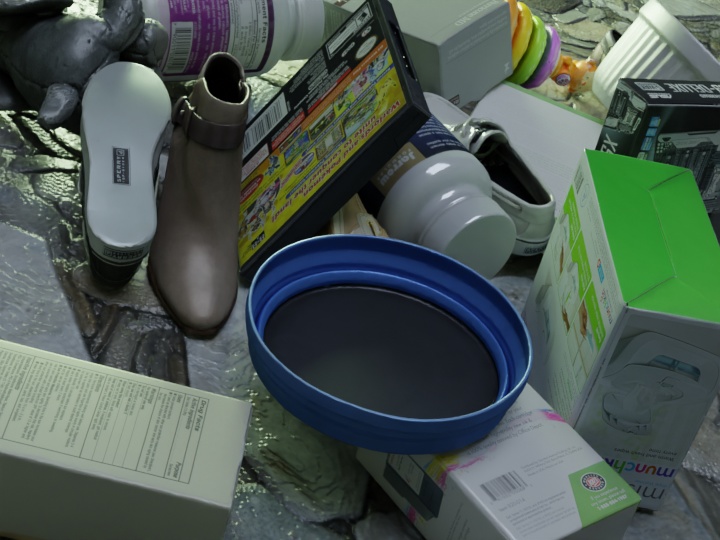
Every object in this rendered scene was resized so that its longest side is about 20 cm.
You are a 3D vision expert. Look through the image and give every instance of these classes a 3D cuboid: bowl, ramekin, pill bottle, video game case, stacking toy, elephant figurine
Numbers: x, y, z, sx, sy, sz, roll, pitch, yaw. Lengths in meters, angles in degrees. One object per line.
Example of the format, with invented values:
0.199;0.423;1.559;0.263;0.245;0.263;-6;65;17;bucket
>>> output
0.017;0.049;0.994;0.198;0.040;0.202;9;35;-7;bowl
0.316;-0.157;1.421;0.200;0.105;0.200;42;15;-14;ramekin
-0.137;-0.237;1.373;0.198;0.113;0.112;-8;42;-34;pill bottle
-0.034;-0.109;1.180;0.025;0.200;0.182;34;25;-30;video game case
0.169;-0.233;1.541;0.198;0.116;0.110;22;35;-20;stacking toy
0.042;-0.072;1.228;0.110;0.112;0.200;-10;43;-34;pill bottle
-0.277;-0.192;1.255;0.198;0.143;0.155;23;-8;21;elephant figurine

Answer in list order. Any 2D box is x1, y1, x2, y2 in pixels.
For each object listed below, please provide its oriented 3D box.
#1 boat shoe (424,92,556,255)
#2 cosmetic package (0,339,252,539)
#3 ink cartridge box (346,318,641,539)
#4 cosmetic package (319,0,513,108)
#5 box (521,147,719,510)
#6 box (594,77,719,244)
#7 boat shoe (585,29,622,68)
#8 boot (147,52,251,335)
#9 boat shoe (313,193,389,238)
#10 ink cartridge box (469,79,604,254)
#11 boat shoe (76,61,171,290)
0.104;-0.101;1.284;0.071;0.066;0.201;-16;53;-25;boat shoe
-0.174;0.115;0.904;0.198;0.072;0.106;16;34;-4;cosmetic package
0.079;0.128;1.004;0.116;0.068;0.200;-15;47;-36;ink cartridge box
0.043;-0.233;1.424;0.199;0.091;0.107;25;48;38;cosmetic package
0.190;0.041;1.080;0.095;0.178;0.201;10;35;-8;box
0.262;-0.062;1.237;0.156;0.202;0.050;-1;34;-27;box
0.319;-0.186;1.555;0.071;0.065;0.200;-13;46;-40;boat shoe
-0.117;-0.068;1.118;0.069;0.147;0.201;6;36;-19;boot
0.000;0.000;1.151;0.068;0.074;0.201;7;45;-21;boat shoe
0.152;-0.086;1.357;0.144;0.048;0.201;24;50;10;ink cartridge box
-0.190;-0.077;1.138;0.070;0.064;0.202;10;50;-13;boat shoe
